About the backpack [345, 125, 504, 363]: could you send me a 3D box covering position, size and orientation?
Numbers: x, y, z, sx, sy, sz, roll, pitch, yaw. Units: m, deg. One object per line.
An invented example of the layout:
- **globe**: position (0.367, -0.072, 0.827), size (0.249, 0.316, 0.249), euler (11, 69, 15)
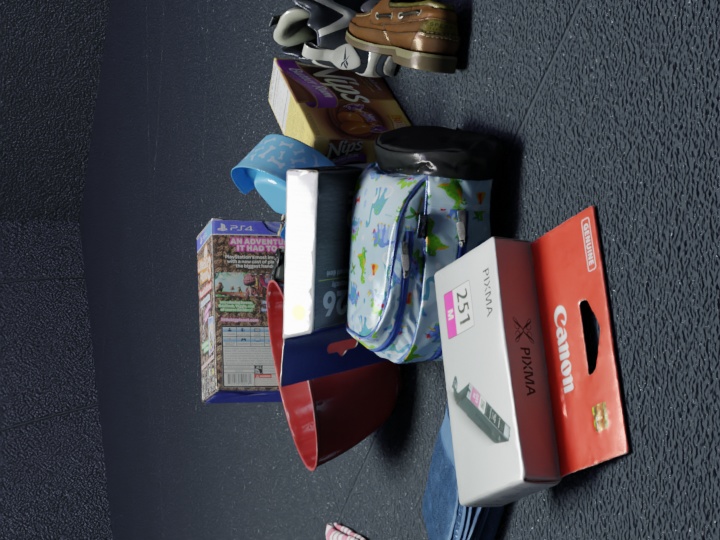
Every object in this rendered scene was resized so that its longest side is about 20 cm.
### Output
- **backpack**: position (0.055, -0.017, 1.480), size (0.163, 0.153, 0.202), euler (-153, 52, -64)

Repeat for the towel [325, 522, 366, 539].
- **towel**: position (-0.012, 0.367, 1.843), size (0.200, 0.030, 0.148), euler (-177, 88, -74)

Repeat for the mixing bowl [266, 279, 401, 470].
- **mixing bowl**: position (-0.023, 0.098, 1.721), size (0.200, 0.108, 0.202), euler (169, 90, -77)

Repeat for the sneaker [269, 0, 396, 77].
- **sneaker**: position (-0.039, -0.282, 1.782), size (0.080, 0.129, 0.200), euler (110, 154, -46)

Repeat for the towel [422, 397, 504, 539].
- **towel**: position (0.096, 0.162, 1.456), size (0.112, 0.048, 0.201), euler (-110, 26, -52)

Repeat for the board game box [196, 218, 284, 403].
- **board game box**: position (-0.104, 0.048, 1.937), size (0.097, 0.158, 0.202), euler (143, 127, -69)

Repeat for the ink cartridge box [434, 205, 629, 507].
- **ink cartridge box**: position (0.129, 0.069, 1.297), size (0.173, 0.043, 0.202), euler (-35, 55, 55)

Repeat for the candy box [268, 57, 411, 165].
- **candy box**: position (-0.019, -0.157, 1.737), size (0.200, 0.116, 0.057), euler (-114, 30, -55)

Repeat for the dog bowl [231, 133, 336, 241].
- **dog bowl**: position (-0.045, -0.062, 1.621), size (0.111, 0.200, 0.050), euler (17, 68, 38)

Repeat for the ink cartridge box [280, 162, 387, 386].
- **ink cartridge box**: position (0.000, 0.000, 1.567), size (0.047, 0.197, 0.202), euler (5, 99, 34)

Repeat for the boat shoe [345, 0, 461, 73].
- **boat shoe**: position (0.047, -0.239, 1.617), size (0.200, 0.071, 0.069), euler (30, 115, 60)

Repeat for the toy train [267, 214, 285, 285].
- **toy train**: position (-0.068, -0.066, 1.817), size (0.046, 0.034, 0.202), euler (179, 104, -79)
